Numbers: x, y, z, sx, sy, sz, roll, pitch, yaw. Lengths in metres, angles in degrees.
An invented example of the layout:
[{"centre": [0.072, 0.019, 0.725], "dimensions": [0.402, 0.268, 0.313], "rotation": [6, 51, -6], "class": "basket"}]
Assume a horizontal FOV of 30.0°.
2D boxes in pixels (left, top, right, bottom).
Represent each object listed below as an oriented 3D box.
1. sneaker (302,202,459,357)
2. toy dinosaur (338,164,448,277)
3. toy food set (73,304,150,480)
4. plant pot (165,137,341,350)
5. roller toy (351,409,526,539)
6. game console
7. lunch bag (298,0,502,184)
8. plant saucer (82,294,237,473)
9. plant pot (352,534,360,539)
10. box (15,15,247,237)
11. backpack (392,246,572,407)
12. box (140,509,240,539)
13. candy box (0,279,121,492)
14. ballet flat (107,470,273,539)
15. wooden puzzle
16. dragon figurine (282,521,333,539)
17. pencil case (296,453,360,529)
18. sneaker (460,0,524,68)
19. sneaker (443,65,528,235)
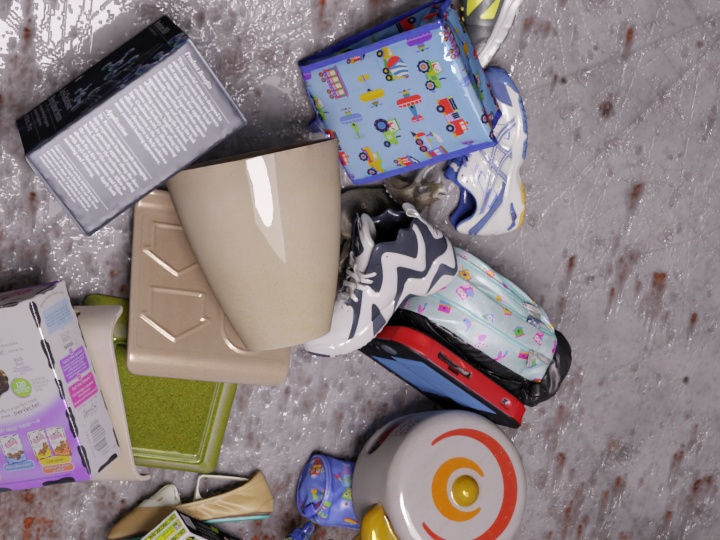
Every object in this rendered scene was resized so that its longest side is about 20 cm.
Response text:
[{"centre": [0.000, 0.000, 1.467], "dimensions": [0.199, 0.080, 0.130], "rotation": [-30, 127, 6], "class": "sneaker"}, {"centre": [0.003, -0.055, 1.534], "dimensions": [0.199, 0.077, 0.103], "rotation": [-16, 101, -6], "class": "toy dinosaur"}, {"centre": [-0.308, 0.138, 1.464], "dimensions": [0.143, 0.060, 0.201], "rotation": [-2, 106, 20], "class": "toy food set"}, {"centre": [-0.095, -0.024, 1.411], "dimensions": [0.186, 0.187, 0.201], "rotation": [-13, 97, -13], "class": "plant pot"}, {"centre": [0.092, 0.254, 1.560], "dimensions": [0.199, 0.140, 0.183], "rotation": [12, 77, -23], "class": "roller toy"}, {"centre": [0.081, 0.121, 1.557], "dimensions": [0.200, 0.177, 0.031], "rotation": [36, 71, -25], "class": "game console"}, {"centre": [0.033, -0.184, 1.460], "dimensions": [0.199, 0.094, 0.151], "rotation": [-19, 114, 20], "class": "lunch bag"}, {"centre": [-0.234, 0.141, 1.528], "dimensions": [0.199, 0.048, 0.201], "rotation": [10, 105, -21], "class": "plant saucer"}, {"centre": [0.018, 0.487, 1.662], "dimensions": [0.200, 0.176, 0.200], "rotation": [-43, 115, 0], "class": "plant pot"}, {"centre": [-0.236, -0.150, 1.367], "dimensions": [0.200, 0.148, 0.107], "rotation": [-36, 116, -4], "class": "box"}, {"centre": [0.137, 0.062, 1.574], "dimensions": [0.200, 0.167, 0.127], "rotation": [35, 74, -23], "class": "backpack"}, {"centre": [-0.203, 0.345, 1.557], "dimensions": [0.110, 0.035, 0.200], "rotation": [-41, 151, 1], "class": "box"}, {"centre": [-0.363, 0.125, 1.406], "dimensions": [0.167, 0.072, 0.201], "rotation": [-10, 104, 22], "class": "candy box"}, {"centre": [-0.203, 0.277, 1.588], "dimensions": [0.199, 0.069, 0.063], "rotation": [-7, 83, -18], "class": "ballet flat"}, {"centre": [-0.167, 0.022, 1.482], "dimensions": [0.184, 0.046, 0.201], "rotation": [7, 78, -24], "class": "wooden puzzle"}, {"centre": [-0.096, 0.383, 1.630], "dimensions": [0.200, 0.059, 0.099], "rotation": [-44, 141, 12], "class": "dragon figurine"}, {"centre": [0.021, 0.287, 1.644], "dimensions": [0.199, 0.087, 0.078], "rotation": [18, 145, -22], "class": "pencil case"}, {"centre": [0.138, -0.302, 1.490], "dimensions": [0.084, 0.074, 0.201], "rotation": [29, 104, 0], "class": "sneaker"}, {"centre": [0.140, -0.132, 1.539], "dimensions": [0.088, 0.075, 0.201], "rotation": [-10, 111, -14], "class": "sneaker"}]
